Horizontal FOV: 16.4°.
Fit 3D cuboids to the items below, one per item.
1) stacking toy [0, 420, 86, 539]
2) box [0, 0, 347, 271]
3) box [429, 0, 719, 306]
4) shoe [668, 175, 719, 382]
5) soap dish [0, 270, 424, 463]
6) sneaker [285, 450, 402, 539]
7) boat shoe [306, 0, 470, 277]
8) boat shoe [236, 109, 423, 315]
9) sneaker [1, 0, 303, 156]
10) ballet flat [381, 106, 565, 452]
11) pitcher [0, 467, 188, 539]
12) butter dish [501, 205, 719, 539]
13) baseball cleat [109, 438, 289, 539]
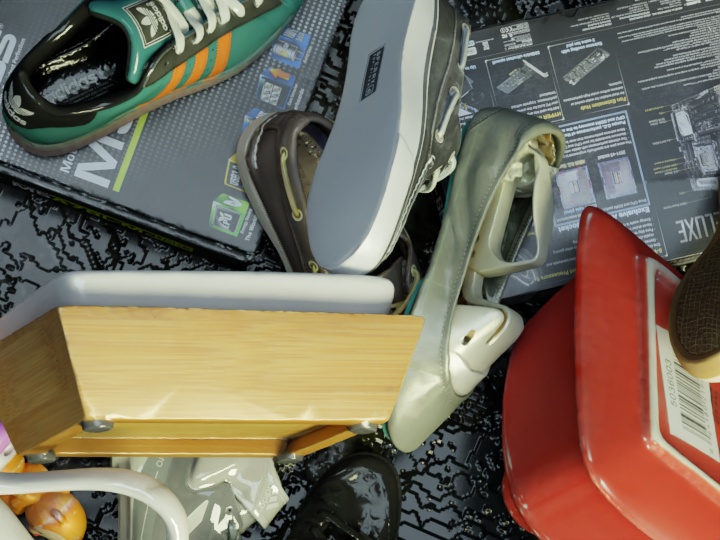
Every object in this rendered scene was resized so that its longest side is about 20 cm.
[{"bbox_3d":[-0.227,0.082,1.382,0.200,0.116,0.110,46,75,-11],"label":"stacking toy"},{"bbox_3d":[-0.120,-0.125,1.437,0.192,0.048,0.201,22,80,-5],"label":"box"},{"bbox_3d":[0.137,-0.073,1.449,0.199,0.050,0.158,-14,83,-6],"label":"box"},{"bbox_3d":[0.217,-0.003,1.350,0.053,0.070,0.200,48,39,-19],"label":"shoe"},{"bbox_3d":[-0.086,0.053,1.310,0.199,0.157,0.082,2,77,-24],"label":"soap dish"},{"bbox_3d":[-0.033,0.186,1.368,0.060,0.104,0.200,32,80,1],"label":"sneaker"},{"bbox_3d":[0.024,-0.072,1.358,0.068,0.072,0.201,34,46,-29],"label":"boat shoe"},{"bbox_3d":[0.000,0.000,1.401,0.072,0.059,0.201,-32,102,-23],"label":"boat shoe"},{"bbox_3d":[-0.108,-0.131,1.375,0.200,0.080,0.072,-34,86,-11],"label":"sneaker"},{"bbox_3d":[0.066,0.006,1.369,0.063,0.067,0.201,11,78,29],"label":"ballet flat"},{"bbox_3d":[-0.203,0.146,1.295,0.200,0.121,0.172,31,103,-6],"label":"pitcher"},{"bbox_3d":[0.142,0.102,1.372,0.199,0.148,0.201,38,39,-32],"label":"butter dish"},{"bbox_3d":[-0.091,0.158,1.386,0.106,0.070,0.201,-2,82,-5],"label":"baseball cleat"}]
